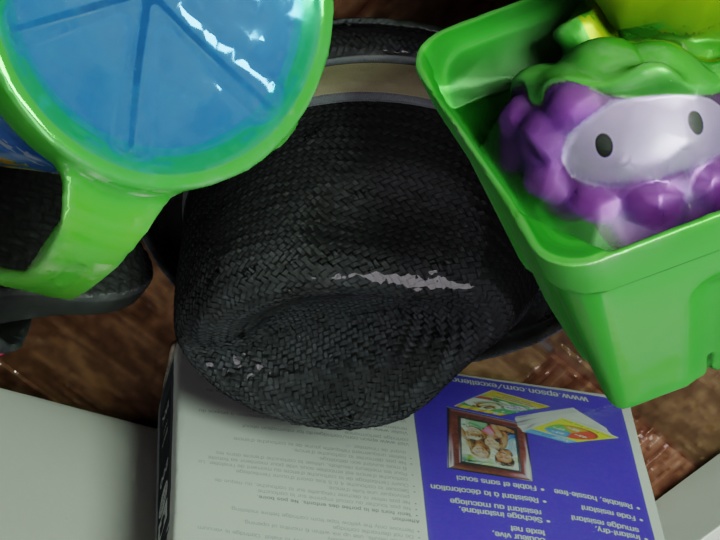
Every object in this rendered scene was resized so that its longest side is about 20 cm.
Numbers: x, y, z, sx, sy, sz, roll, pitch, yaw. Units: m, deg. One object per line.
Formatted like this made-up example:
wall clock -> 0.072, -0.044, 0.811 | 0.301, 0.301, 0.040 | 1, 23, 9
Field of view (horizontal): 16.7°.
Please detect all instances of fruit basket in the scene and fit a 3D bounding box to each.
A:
fruit basket -> 0.122, -0.084, 0.786 | 0.214, 0.156, 0.217 | -12, 130, -15

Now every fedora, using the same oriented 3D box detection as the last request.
fedora -> 0.000, 0.000, 0.916 | 0.199, 0.092, 0.201 | 9, 138, 8

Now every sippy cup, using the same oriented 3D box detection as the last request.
sippy cup -> -0.099, -0.090, 0.861 | 0.178, 0.130, 0.140 | -48, 110, -25

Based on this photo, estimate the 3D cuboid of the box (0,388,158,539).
box -> -0.123, 0.174, 0.980 | 0.198, 0.200, 0.172 | 15, 116, -10

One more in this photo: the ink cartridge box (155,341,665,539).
ink cartridge box -> 0.019, 0.102, 0.946 | 0.197, 0.200, 0.044 | 9, 117, -8

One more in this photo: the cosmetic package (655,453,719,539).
cosmetic package -> 0.124, 0.159, 1.069 | 0.200, 0.051, 0.083 | -39, 116, 18

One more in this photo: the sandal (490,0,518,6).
sandal -> 0.026, -0.164, 0.851 | 0.200, 0.054, 0.080 | 37, 146, -17

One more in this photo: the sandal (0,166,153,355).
sandal -> -0.152, 0.003, 0.906 | 0.075, 0.200, 0.045 | 47, 119, 16
